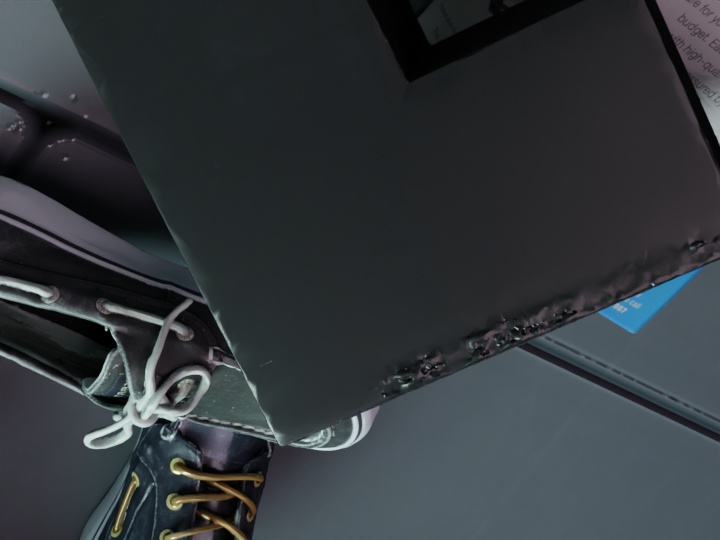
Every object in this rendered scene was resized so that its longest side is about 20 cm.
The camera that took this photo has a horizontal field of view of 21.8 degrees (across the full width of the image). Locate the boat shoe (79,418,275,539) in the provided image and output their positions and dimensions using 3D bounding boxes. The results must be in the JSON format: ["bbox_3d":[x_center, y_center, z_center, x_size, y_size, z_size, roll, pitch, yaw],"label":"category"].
[{"bbox_3d":[-0.069,0.103,0.839,0.070,0.091,0.201,11,122,-25],"label":"boat shoe"}]

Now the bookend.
[{"bbox_3d":[0.021,-0.074,0.654,0.198,0.092,0.201,-25,101,14],"label":"bookend"}]

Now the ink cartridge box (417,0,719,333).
[{"bbox_3d":[0.121,-0.092,0.754,0.146,0.085,0.200,30,113,-34],"label":"ink cartridge box"}]

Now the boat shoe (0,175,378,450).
[{"bbox_3d":[-0.087,0.033,0.748,0.198,0.068,0.074,30,135,-12],"label":"boat shoe"}]
